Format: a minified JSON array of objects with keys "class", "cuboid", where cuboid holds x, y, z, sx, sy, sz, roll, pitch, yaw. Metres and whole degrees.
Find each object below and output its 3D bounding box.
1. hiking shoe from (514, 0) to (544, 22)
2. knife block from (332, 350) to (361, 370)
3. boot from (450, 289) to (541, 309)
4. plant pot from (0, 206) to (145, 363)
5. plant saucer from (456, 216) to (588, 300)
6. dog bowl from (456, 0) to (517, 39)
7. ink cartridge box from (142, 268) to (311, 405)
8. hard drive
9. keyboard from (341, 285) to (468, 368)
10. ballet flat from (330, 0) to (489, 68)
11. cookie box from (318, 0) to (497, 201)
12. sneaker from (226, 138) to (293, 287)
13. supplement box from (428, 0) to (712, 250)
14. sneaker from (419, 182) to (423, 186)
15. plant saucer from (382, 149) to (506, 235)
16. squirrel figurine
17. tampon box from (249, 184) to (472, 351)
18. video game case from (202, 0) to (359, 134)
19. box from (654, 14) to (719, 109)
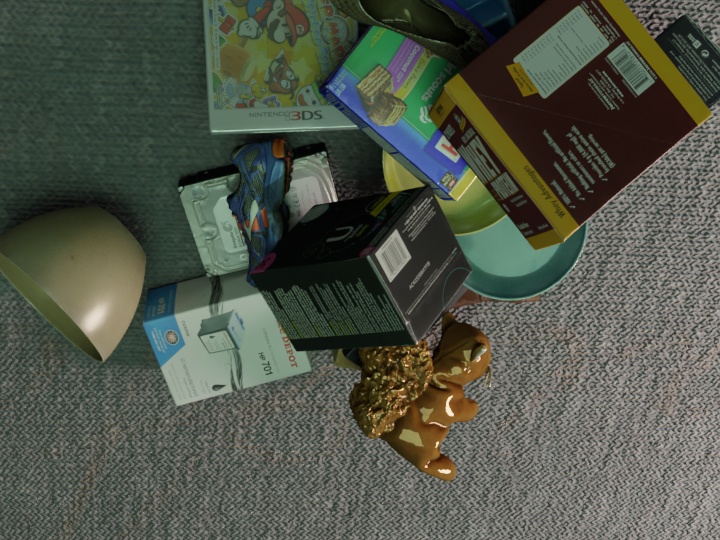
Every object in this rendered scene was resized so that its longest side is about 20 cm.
[{"class":"hiking shoe","cuboid":[0.235,-0.295,1.227,0.075,0.100,0.203,2,98,25]},{"class":"knife block","cuboid":[0.027,0.054,1.401,0.198,0.064,0.177,12,118,-13]},{"class":"boot","cuboid":[0.146,-0.023,1.378,0.197,0.064,0.188,-5,118,2]},{"class":"plant pot","cuboid":[-0.351,-0.002,1.277,0.135,0.199,0.201,-48,119,-20]},{"class":"plant saucer","cuboid":[0.193,-0.064,1.309,0.197,0.036,0.203,1,98,9]},{"class":"dog bowl","cuboid":[0.136,-0.297,1.223,0.111,0.050,0.201,-25,119,8]},{"class":"ink cartridge box","cuboid":[-0.179,0.083,1.385,0.198,0.086,0.148,-14,120,4]},{"class":"hard drive","cuboid":[-0.125,-0.077,1.327,0.198,0.038,0.141,-12,120,2]},{"class":"keyboard","cuboid":[0.049,0.049,1.355,0.127,0.021,0.200,36,105,-24]},{"class":"ballet flat","cuboid":[0.050,-0.277,1.082,0.199,0.046,0.068,29,91,-8]},{"class":"cookie box","cuboid":[0.082,-0.207,1.156,0.199,0.075,0.172,39,90,-11]},{"class":"sneaker","cuboid":[-0.130,-0.074,1.275,0.077,0.075,0.202,8,113,5]},{"class":"supplement box","cuboid":[0.211,-0.163,1.059,0.199,0.133,0.198,-39,90,-4]},{"class":"sneaker","cuboid":[0.059,-0.159,1.290,0.086,0.075,0.202,5,108,3]},{"class":"plant saucer","cuboid":[0.120,-0.144,1.243,0.197,0.031,0.202,-4,109,-12]},{"class":"squirrel figurine","cuboid":[0.085,0.145,1.337,0.199,0.142,0.187,28,104,-37]},{"class":"tampon box","cuboid":[0.000,0.000,1.209,0.199,0.150,0.127,-7,122,42]},{"class":"video game case","cuboid":[-0.091,-0.264,1.181,0.180,0.023,0.203,-3,92,-6]},{"class":"box","cuboid":[0.324,-0.185,1.206,0.200,0.148,0.105,-40,88,-6]}]
